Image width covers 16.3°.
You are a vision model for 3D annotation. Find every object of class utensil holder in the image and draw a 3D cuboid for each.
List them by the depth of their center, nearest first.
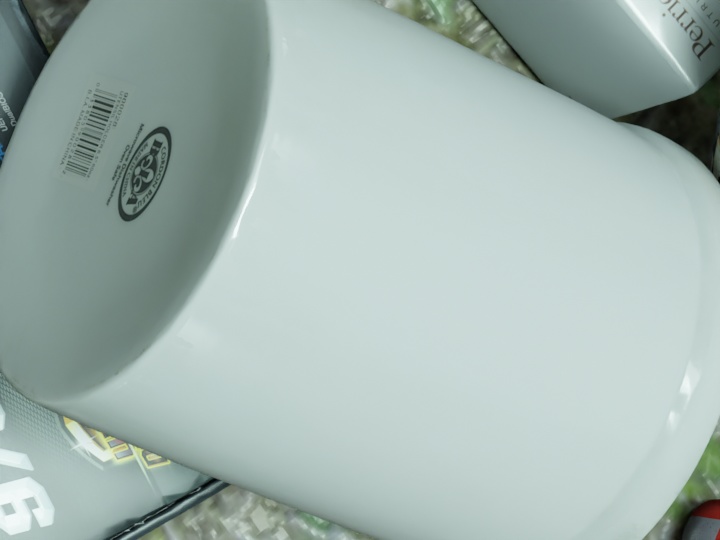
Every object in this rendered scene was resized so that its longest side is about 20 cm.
[{"bbox_3d":[0.000,0.000,0.829,0.199,0.169,0.171,23,80,-36],"label":"utensil holder"}]

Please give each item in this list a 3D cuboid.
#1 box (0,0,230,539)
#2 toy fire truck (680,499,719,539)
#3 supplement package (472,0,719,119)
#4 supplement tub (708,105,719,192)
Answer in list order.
[{"bbox_3d":[-0.151,0.018,0.876,0.158,0.046,0.201,-28,95,-17],"label":"box"},{"bbox_3d":[0.218,0.084,0.984,0.198,0.049,0.142,2,86,-16],"label":"toy fire truck"},{"bbox_3d":[0.131,-0.166,0.936,0.200,0.117,0.117,-45,100,-14],"label":"supplement package"},{"bbox_3d":[0.183,-0.023,0.891,0.121,0.201,0.123,-1,58,2],"label":"supplement tub"}]
